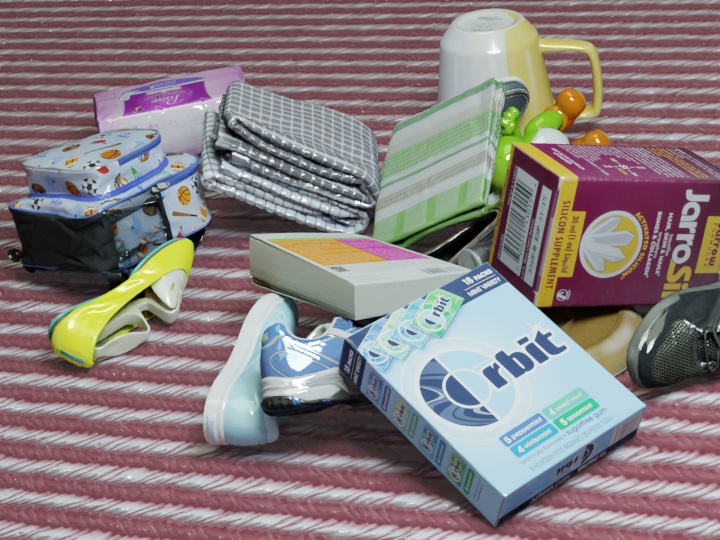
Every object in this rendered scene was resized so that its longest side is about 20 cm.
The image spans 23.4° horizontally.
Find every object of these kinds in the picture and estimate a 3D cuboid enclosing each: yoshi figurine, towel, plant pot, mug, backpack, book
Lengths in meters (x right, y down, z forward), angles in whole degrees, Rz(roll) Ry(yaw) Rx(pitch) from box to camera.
[{"bbox_3d":[0.191,-0.126,1.890,0.112,0.113,0.200,25,45,38],"label":"yoshi figurine"},{"bbox_3d":[-0.074,-0.131,1.917,0.199,0.086,0.166,20,26,-12],"label":"towel"},{"bbox_3d":[0.169,0.054,1.629,0.199,0.028,0.200,-7,28,4],"label":"plant pot"},{"bbox_3d":[0.171,-0.225,2.033,0.186,0.154,0.149,-18,28,-19],"label":"mug"},{"bbox_3d":[-0.263,-0.074,1.879,0.199,0.155,0.190,12,23,40],"label":"backpack"},{"bbox_3d":[0.084,-0.107,1.830,0.149,0.031,0.201,-24,37,31],"label":"towel"},{"bbox_3d":[0.000,0.000,1.625,0.133,0.048,0.200,-7,14,-30],"label":"book"}]

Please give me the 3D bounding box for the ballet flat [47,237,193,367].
[{"bbox_3d":[-0.223,0.038,1.747,0.067,0.067,0.200,34,48,24],"label":"ballet flat"}]

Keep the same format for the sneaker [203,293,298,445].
[{"bbox_3d":[-0.075,0.095,1.582,0.081,0.074,0.200,7,39,13],"label":"sneaker"}]

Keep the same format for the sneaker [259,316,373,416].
[{"bbox_3d":[0.000,0.078,1.523,0.199,0.078,0.076,-2,-15,-37],"label":"sneaker"}]

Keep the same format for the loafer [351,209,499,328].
[{"bbox_3d":[0.069,-0.002,1.726,0.199,0.063,0.072,-26,32,-31],"label":"loafer"}]

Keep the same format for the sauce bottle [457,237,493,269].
[{"bbox_3d":[0.183,-0.032,1.736,0.199,0.065,0.065,-19,28,-32],"label":"sauce bottle"}]

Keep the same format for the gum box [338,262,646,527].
[{"bbox_3d":[0.110,0.098,1.459,0.169,0.045,0.200,-27,55,-32],"label":"gum box"}]

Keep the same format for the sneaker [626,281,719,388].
[{"bbox_3d":[0.331,0.057,1.522,0.199,0.077,0.114,-18,21,-29],"label":"sneaker"}]

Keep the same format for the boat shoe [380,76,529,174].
[{"bbox_3d":[0.113,-0.140,1.928,0.199,0.075,0.062,-34,39,-7],"label":"boat shoe"}]

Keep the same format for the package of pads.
[{"bbox_3d":[-0.230,-0.191,2.166,0.199,0.076,0.121,-12,26,-6],"label":"package of pads"}]

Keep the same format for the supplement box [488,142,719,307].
[{"bbox_3d":[0.236,-0.042,1.627,0.199,0.132,0.103,-1,22,-25],"label":"supplement box"}]
